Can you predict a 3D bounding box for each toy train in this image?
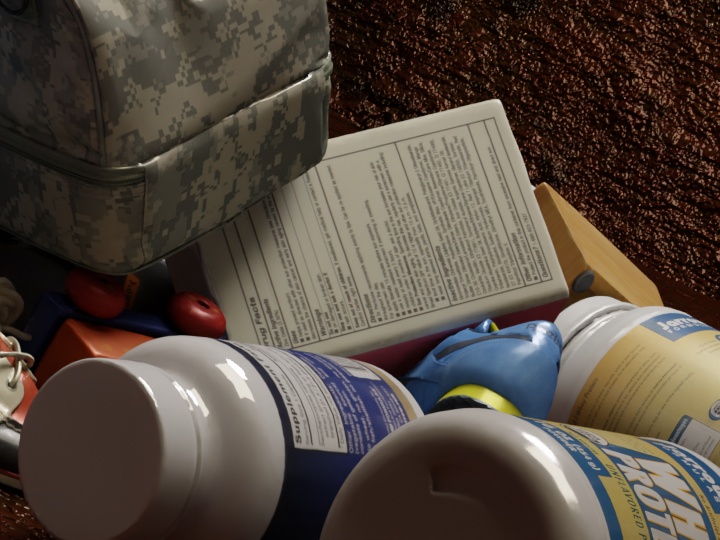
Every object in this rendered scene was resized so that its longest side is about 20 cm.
[{"bbox_3d":[-0.135,0.060,1.401,0.199,0.085,0.116,15,23,-43],"label":"toy train"}]

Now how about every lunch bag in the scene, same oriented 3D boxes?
[{"bbox_3d":[-0.111,-0.119,1.453,0.139,0.169,0.200,27,39,33],"label":"lunch bag"}]

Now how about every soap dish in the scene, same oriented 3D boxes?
[{"bbox_3d":[0.113,0.044,1.801,0.081,0.157,0.200,49,7,33],"label":"soap dish"}]

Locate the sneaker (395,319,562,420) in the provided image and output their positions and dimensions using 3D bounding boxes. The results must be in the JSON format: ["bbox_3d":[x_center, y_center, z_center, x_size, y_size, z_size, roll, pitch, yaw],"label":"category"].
[{"bbox_3d":[0.048,0.076,1.524,0.066,0.079,0.200,41,-30,-14],"label":"sneaker"}]

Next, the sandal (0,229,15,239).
[{"bbox_3d":[-0.218,-0.045,1.505,0.075,0.045,0.200,16,14,12],"label":"sandal"}]

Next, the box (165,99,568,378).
[{"bbox_3d":[0.000,0.000,1.570,0.199,0.129,0.109,-14,-17,-14],"label":"box"}]

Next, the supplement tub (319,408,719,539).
[{"bbox_3d":[0.091,0.139,1.187,0.144,0.145,0.199,27,9,38],"label":"supplement tub"}]

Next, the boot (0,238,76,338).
[{"bbox_3d":[-0.252,0.011,1.477,0.199,0.070,0.132,12,8,14],"label":"boot"}]

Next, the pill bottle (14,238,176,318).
[{"bbox_3d":[-0.163,-0.010,1.682,0.199,0.107,0.106,22,7,13],"label":"pill bottle"}]

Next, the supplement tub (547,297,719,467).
[{"bbox_3d":[0.201,0.109,1.673,0.200,0.145,0.144,28,10,39],"label":"supplement tub"}]

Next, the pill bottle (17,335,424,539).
[{"bbox_3d":[-0.061,0.088,1.251,0.111,0.112,0.200,27,9,34],"label":"pill bottle"}]

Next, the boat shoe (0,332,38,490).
[{"bbox_3d":[-0.194,0.052,1.314,0.199,0.063,0.071,24,5,2],"label":"boat shoe"}]
